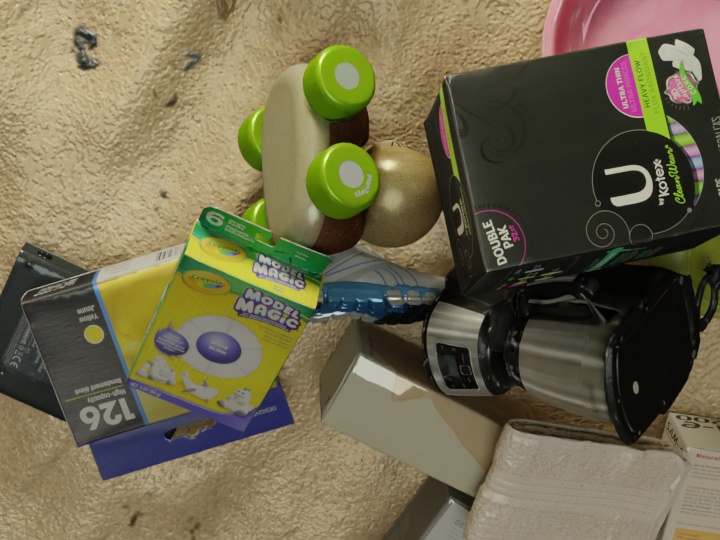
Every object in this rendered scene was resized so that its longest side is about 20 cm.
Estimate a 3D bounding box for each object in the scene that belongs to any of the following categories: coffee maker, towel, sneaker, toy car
[{"bbox_3d":[0.181,0.052,1.077,0.198,0.191,0.137,10,105,41],"label":"coffee maker"},{"bbox_3d":[0.200,0.207,1.131,0.197,0.035,0.134,10,114,-20],"label":"towel"},{"bbox_3d":[0.000,0.000,1.116,0.197,0.075,0.088,3,67,-21],"label":"sneaker"},{"bbox_3d":[0.017,-0.084,1.043,0.197,0.164,0.160,6,73,-28],"label":"toy car"}]

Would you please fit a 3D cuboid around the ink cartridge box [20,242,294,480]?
[{"bbox_3d":[-0.179,0.086,1.115,0.195,0.047,0.203,-17,107,3],"label":"ink cartridge box"}]

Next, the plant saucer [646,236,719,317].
[{"bbox_3d":[0.354,-0.031,1.105,0.197,0.031,0.202,-7,127,-10],"label":"plant saucer"}]

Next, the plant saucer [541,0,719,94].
[{"bbox_3d":[0.251,-0.186,1.028,0.198,0.051,0.204,2,93,28],"label":"plant saucer"}]

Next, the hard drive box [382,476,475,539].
[{"bbox_3d":[0.091,0.316,1.229,0.155,0.077,0.201,32,106,-13],"label":"hard drive box"}]

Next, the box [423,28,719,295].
[{"bbox_3d":[0.162,-0.077,0.930,0.197,0.124,0.151,-11,82,-5],"label":"box"}]

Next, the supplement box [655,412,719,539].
[{"bbox_3d":[0.346,0.251,1.218,0.124,0.074,0.203,9,110,-5],"label":"supplement box"}]

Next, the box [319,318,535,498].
[{"bbox_3d":[0.064,0.133,1.153,0.198,0.095,0.078,27,107,-13],"label":"box"}]

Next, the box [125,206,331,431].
[{"bbox_3d":[-0.109,0.041,1.017,0.116,0.049,0.201,22,130,-10],"label":"box"}]

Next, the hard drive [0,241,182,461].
[{"bbox_3d":[-0.247,0.079,1.150,0.198,0.033,0.141,26,106,-11],"label":"hard drive"}]
